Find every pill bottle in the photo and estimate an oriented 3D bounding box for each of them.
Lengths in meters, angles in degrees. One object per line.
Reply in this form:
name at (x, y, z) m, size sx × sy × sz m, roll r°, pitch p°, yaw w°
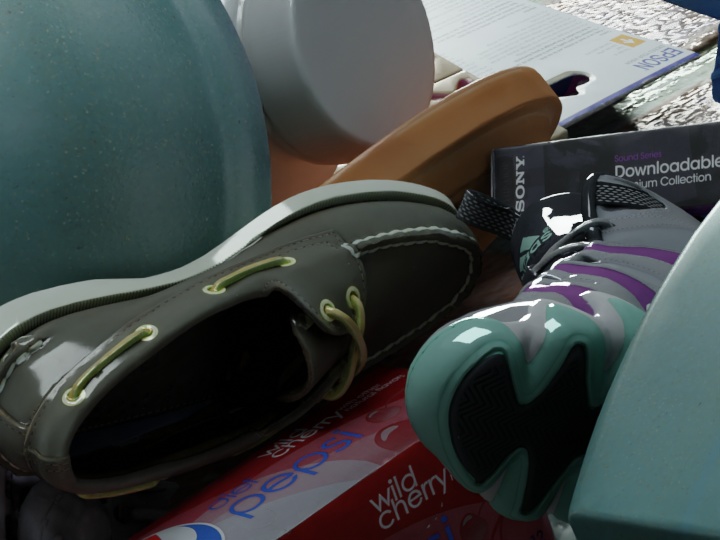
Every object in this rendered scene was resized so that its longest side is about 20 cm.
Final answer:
pill bottle at (-0.074, -0.067, 1.098) m, size 0.200 × 0.111 × 0.111 m, roll -11°, pitch 20°, yaw 39°

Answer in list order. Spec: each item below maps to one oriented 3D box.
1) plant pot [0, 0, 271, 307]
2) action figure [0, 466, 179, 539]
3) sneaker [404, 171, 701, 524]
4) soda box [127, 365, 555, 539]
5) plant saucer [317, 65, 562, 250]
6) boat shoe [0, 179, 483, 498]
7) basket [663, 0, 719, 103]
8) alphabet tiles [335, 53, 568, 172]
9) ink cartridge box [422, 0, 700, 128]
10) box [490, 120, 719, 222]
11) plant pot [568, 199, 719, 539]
plant pot at (-0.148, -0.029, 0.998) m, size 0.200 × 0.201 × 0.134 m, roll 1°, pitch 7°, yaw 41°
action figure at (-0.143, 0.092, 1.001) m, size 0.130 × 0.069 × 0.200 m, roll 22°, pitch -15°, yaw -38°
sneaker at (0.064, 0.013, 0.936) m, size 0.200 × 0.078 × 0.140 m, roll 9°, pitch 30°, yaw -44°
soda box at (-0.031, 0.107, 0.925) m, size 0.200 × 0.070 × 0.063 m, roll -33°, pitch 23°, yaw -34°
plant saucer at (0.000, 0.000, 1.096) m, size 0.200 × 0.032 × 0.200 m, roll -38°, pitch -11°, yaw -9°
boat shoe at (-0.035, 0.025, 0.954) m, size 0.202 × 0.072 × 0.060 m, roll -19°, pitch 36°, yaw -32°
basket at (0.188, -0.147, 1.261) m, size 0.200 × 0.139 × 0.176 m, roll 28°, pitch 41°, yaw 21°
alphabet tiles at (-0.039, -0.071, 1.238) m, size 0.167 × 0.008 × 0.200 m, roll -25°, pitch 42°, yaw -32°
ink cartridge box at (0.025, -0.089, 1.337) m, size 0.200 × 0.043 × 0.196 m, roll 22°, pitch 28°, yaw 27°
box at (0.166, -0.023, 1.035) m, size 0.200 × 0.036 × 0.143 m, roll -4°, pitch -13°, yaw 32°
plant pot at (0.161, 0.047, 0.831) m, size 0.141 × 0.141 × 0.200 m, roll 5°, pitch 38°, yaw 47°
